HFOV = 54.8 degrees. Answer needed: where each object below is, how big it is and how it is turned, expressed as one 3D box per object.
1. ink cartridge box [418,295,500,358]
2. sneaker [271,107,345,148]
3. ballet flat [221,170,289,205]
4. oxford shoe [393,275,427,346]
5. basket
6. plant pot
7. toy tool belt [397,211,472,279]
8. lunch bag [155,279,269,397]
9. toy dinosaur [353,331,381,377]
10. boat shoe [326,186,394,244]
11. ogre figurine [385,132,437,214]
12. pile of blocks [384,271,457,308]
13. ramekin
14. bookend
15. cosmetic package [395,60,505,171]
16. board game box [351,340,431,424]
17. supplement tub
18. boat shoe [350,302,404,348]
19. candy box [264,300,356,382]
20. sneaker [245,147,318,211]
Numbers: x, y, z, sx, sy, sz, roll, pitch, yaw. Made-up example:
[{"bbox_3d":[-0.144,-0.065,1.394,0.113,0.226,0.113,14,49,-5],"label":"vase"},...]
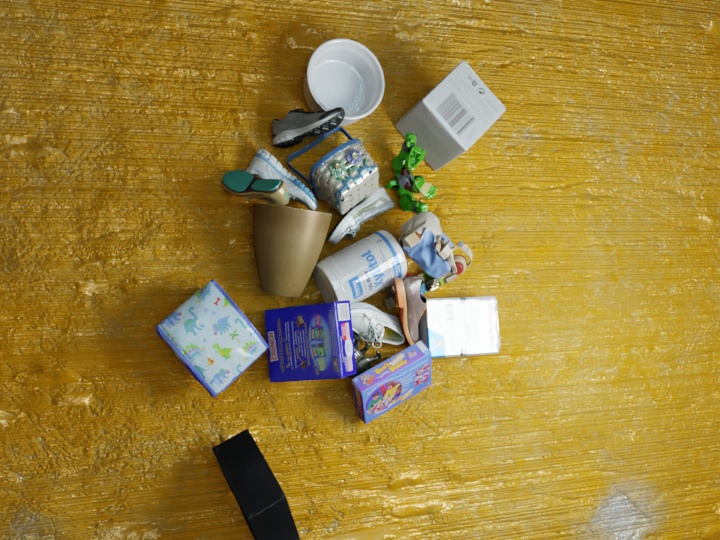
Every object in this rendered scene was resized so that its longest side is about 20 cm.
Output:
[{"bbox_3d":[0.243,0.142,1.757,0.197,0.084,0.148,0,84,-19],"label":"ink cartridge box"},{"bbox_3d":[-0.130,-0.355,1.650,0.198,0.074,0.080,-14,88,23],"label":"sneaker"},{"bbox_3d":[-0.244,-0.184,1.607,0.069,0.199,0.063,-52,138,-24],"label":"ballet flat"},{"bbox_3d":[0.131,0.102,1.682,0.072,0.072,0.202,-13,126,-1],"label":"oxford shoe"},{"bbox_3d":[-0.057,-0.253,1.686,0.176,0.140,0.200,-38,62,-19],"label":"basket"},{"bbox_3d":[-0.172,-0.045,1.607,0.184,0.186,0.203,8,93,-17],"label":"plant pot"},{"bbox_3d":[0.178,-0.037,1.666,0.200,0.125,0.123,41,30,-16],"label":"toy tool belt"},{"bbox_3d":[-0.328,0.153,1.547,0.170,0.127,0.200,-43,88,-18],"label":"lunch bag"},{"bbox_3d":[-0.015,0.213,1.680,0.200,0.077,0.103,40,93,-27],"label":"toy dinosaur"},{"bbox_3d":[0.001,-0.127,1.716,0.202,0.074,0.065,-42,93,-25],"label":"boat shoe"},{"bbox_3d":[0.123,-0.231,1.742,0.098,0.120,0.202,-29,95,-23],"label":"ogre figurine"},{"bbox_3d":[0.146,0.028,1.739,0.198,0.082,0.063,-24,92,-19],"label":"pile of blocks"},{"bbox_3d":[-0.048,-0.459,1.723,0.198,0.098,0.203,2,84,-18],"label":"ramekin"},{"bbox_3d":[-0.231,0.500,1.544,0.091,0.199,0.201,-26,136,-19],"label":"bookend"},{"bbox_3d":[0.222,-0.384,1.749,0.165,0.200,0.165,47,73,-8],"label":"cosmetic package"},{"bbox_3d":[0.079,0.269,1.666,0.198,0.135,0.045,-26,49,-19],"label":"board game box"},{"bbox_3d":[0.000,0.000,1.670,0.199,0.132,0.133,-28,93,-19],"label":"supplement tub"},{"bbox_3d":[0.032,0.142,1.652,0.201,0.087,0.075,24,118,-42],"label":"boat shoe"},{"bbox_3d":[-0.116,0.162,1.582,0.077,0.198,0.172,2,82,-62],"label":"candy box"},{"bbox_3d":[-0.191,-0.197,1.666,0.199,0.075,0.087,39,82,1],"label":"sneaker"}]
